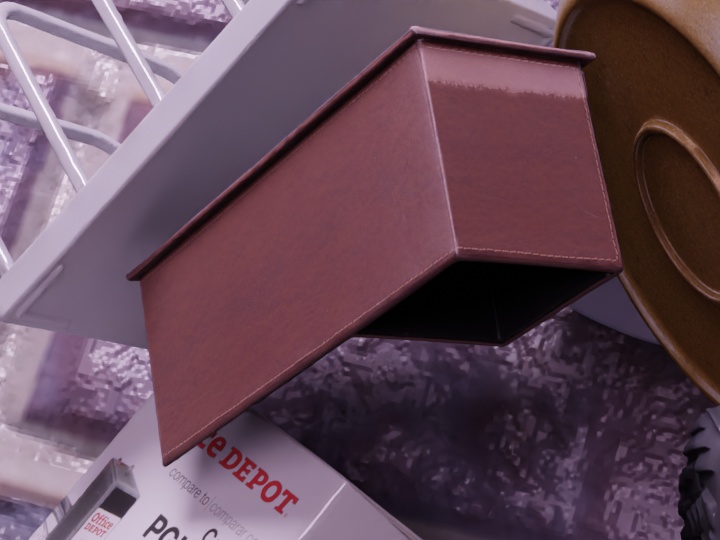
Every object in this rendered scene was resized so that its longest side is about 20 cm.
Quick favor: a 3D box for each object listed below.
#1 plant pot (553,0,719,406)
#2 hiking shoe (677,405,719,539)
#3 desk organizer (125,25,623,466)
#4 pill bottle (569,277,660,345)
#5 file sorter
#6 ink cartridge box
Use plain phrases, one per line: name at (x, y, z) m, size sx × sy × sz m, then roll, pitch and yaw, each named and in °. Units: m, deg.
plant pot at (0.115, -0.023, 0.796) m, size 0.027 × 0.200 × 0.200 m, roll -25°, pitch 64°, yaw -15°
hiking shoe at (0.171, 0.120, 0.798) m, size 0.100 × 0.076 × 0.200 m, roll -24°, pitch 106°, yaw 1°
desk organizer at (0.000, 0.000, 0.842) m, size 0.200 × 0.072 × 0.077 m, roll -37°, pitch 56°, yaw 50°
pill bottle at (0.134, -0.079, 0.964) m, size 0.106 × 0.106 × 0.200 m, roll 25°, pitch 78°, yaw 22°
file sorter at (-0.055, -0.081, 0.960) m, size 0.200 × 0.139 × 0.125 m, roll -46°, pitch 57°, yaw 21°
ink cartridge box at (-0.076, 0.148, 0.918) m, size 0.200 × 0.083 × 0.147 m, roll -50°, pitch 33°, yaw -7°
